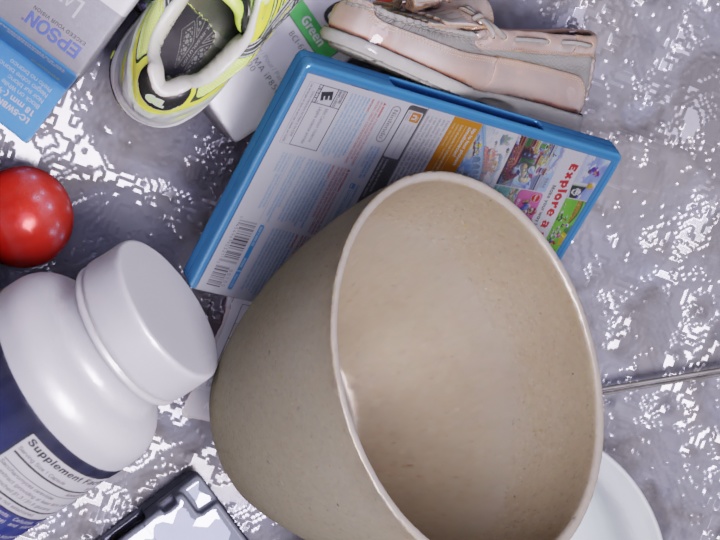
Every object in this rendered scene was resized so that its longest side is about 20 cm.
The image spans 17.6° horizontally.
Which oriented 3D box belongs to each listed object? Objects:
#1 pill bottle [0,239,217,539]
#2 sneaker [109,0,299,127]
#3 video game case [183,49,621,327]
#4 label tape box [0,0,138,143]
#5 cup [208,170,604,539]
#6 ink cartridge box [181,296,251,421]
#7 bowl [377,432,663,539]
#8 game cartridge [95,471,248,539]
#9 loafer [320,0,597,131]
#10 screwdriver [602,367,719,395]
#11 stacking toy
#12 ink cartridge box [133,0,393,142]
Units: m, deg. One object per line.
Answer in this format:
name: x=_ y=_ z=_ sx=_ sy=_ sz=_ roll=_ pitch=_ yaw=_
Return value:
pill bottle: x=-0.175 y=0.070 z=1.195 sx=0.199 sy=0.111 sz=0.111 roll=-33 pitch=106 yaw=16
sneaker: x=-0.051 y=-0.156 z=1.189 sx=0.075 sy=0.076 sz=0.201 roll=33 pitch=89 yaw=-14
video game case: x=0.024 y=-0.030 z=1.228 sx=0.199 sy=0.018 sz=0.144 roll=14 pitch=120 yaw=-30
label tape box: x=-0.174 y=-0.172 z=1.176 sx=0.144 sy=0.063 sz=0.200 roll=36 pitch=108 yaw=-9
cup: x=0.007 y=0.064 z=1.177 sx=0.200 sy=0.143 sz=0.202 roll=18 pitch=65 yaw=-42
ink cartridge box: x=0.000 y=0.000 z=1.285 sx=0.160 sy=0.050 sz=0.201 roll=14 pitch=114 yaw=-30
bowl: x=0.065 y=0.175 z=1.313 sx=0.200 sy=0.090 sz=0.203 roll=-2 pitch=98 yaw=-14
game cartridge: x=-0.133 y=0.223 z=1.301 sx=0.200 sy=0.042 sz=0.133 roll=-37 pitch=109 yaw=-6
loafer: x=0.057 y=-0.124 z=1.246 sx=0.199 sy=0.072 sz=0.063 roll=16 pitch=98 yaw=-48
screwdriver: x=0.152 y=0.068 z=1.355 sx=0.199 sy=0.029 sz=0.028 roll=-10 pitch=100 yaw=-16
stacking toy: x=-0.241 y=0.008 z=1.221 sx=0.199 sy=0.085 sz=0.086 roll=-27 pitch=104 yaw=-13
ink cartridge box: x=-0.022 y=-0.172 z=1.259 sx=0.200 sy=0.050 sz=0.109 roll=-36 pitch=105 yaw=-5
